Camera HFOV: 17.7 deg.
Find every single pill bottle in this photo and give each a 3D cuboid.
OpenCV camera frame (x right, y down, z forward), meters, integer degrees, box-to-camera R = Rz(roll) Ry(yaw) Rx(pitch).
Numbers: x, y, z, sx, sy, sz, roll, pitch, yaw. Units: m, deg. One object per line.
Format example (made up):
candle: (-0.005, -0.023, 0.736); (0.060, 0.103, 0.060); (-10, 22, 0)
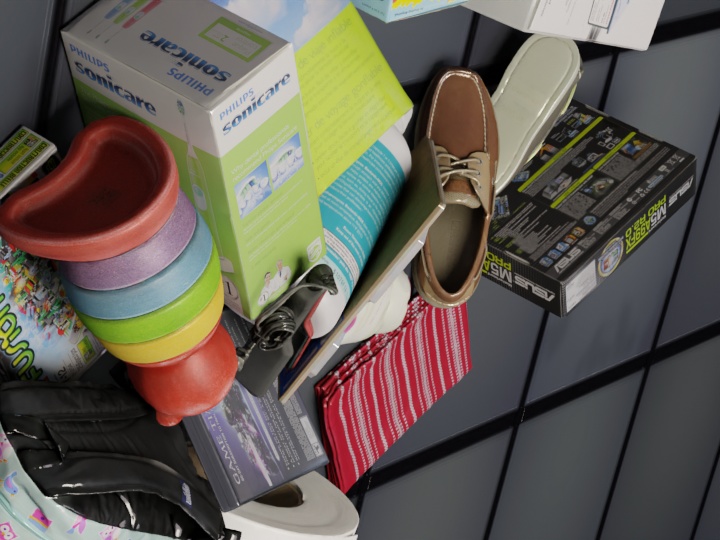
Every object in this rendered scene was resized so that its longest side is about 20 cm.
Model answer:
pill bottle: (-0.030, -0.057, 1.751); (0.201, 0.110, 0.111); (-62, 152, -26)

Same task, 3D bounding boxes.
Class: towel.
towel: (0.034, 0.100, 2.076); (0.200, 0.022, 0.145); (-42, 145, -30)

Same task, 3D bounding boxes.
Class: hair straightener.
hair straightener: (-0.058, 0.050, 1.652); (0.077, 0.041, 0.200); (-43, 178, -27)

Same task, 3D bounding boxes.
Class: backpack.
backpack: (-0.199, 0.151, 1.587); (0.127, 0.167, 0.199); (-47, 150, 19)

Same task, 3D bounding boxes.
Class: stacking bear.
stacking bear: (-0.142, 0.016, 1.560); (0.121, 0.113, 0.201); (-46, 135, -26)

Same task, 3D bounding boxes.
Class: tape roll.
tape roll: (-0.103, 0.186, 1.770); (0.202, 0.202, 0.071); (6, 110, -57)

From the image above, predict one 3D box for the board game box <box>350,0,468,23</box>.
board game box: (0.032, -0.298, 1.677); (0.103, 0.104, 0.201); (-20, 130, -48)

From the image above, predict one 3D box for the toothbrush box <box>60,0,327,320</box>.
toothbrush box: (-0.112, -0.086, 1.594); (0.086, 0.145, 0.201); (-42, 144, -27)

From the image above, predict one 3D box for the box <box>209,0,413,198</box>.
box: (-0.057, -0.162, 1.647); (0.122, 0.047, 0.201); (-44, 116, -26)

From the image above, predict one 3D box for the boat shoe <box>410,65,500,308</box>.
boat shoe: (0.082, -0.068, 1.907); (0.072, 0.075, 0.202); (-159, -111, -85)

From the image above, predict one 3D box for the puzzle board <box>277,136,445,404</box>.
puzzle board: (0.000, 0.000, 1.780); (0.200, 0.017, 0.151); (-51, -164, 16)

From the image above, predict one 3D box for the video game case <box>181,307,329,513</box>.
video game case: (-0.091, 0.099, 1.752); (0.019, 0.144, 0.200); (-26, 176, 19)

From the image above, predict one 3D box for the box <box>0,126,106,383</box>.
box: (-0.231, 0.006, 1.601); (0.110, 0.035, 0.201); (-47, 146, -22)

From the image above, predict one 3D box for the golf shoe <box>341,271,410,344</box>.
golf shoe: (-0.002, -0.019, 1.883); (0.091, 0.075, 0.201); (-28, 135, -37)

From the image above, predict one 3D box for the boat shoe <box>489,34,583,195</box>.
boat shoe: (0.120, -0.114, 1.982); (0.202, 0.072, 0.060); (-51, 165, -1)

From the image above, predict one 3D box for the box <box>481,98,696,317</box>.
box: (0.175, -0.061, 2.021); (0.200, 0.160, 0.044); (-41, 142, -31)

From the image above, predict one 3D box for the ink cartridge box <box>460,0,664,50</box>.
ink cartridge box: (0.138, -0.242, 1.836); (0.199, 0.146, 0.087); (-3, 115, -55)
